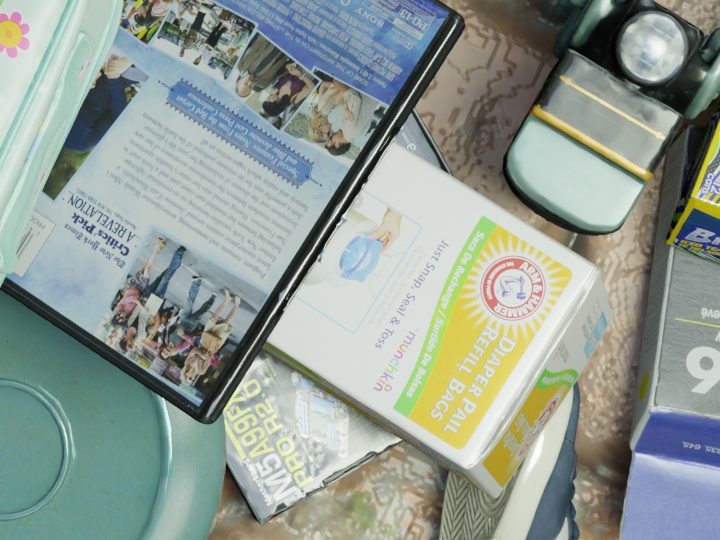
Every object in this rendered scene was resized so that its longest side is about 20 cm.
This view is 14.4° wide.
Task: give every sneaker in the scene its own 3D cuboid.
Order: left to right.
[{"bbox_3d":[0.083,0.139,1.319,0.084,0.075,0.201,9,104,-22],"label":"sneaker"}]

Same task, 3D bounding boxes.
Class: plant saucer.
[{"bbox_3d":[-0.161,0.081,1.305,0.199,0.027,0.201,0,94,7],"label":"plant saucer"}]

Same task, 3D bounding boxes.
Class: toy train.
[{"bbox_3d":[0.109,-0.073,1.273,0.085,0.200,0.114,32,92,0],"label":"toy train"}]

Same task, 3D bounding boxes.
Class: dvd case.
[{"bbox_3d":[-0.067,-0.056,1.188,0.142,0.018,0.201,33,89,13],"label":"dvd case"}]

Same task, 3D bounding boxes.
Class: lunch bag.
[{"bbox_3d":[-0.194,-0.072,1.166,0.160,0.077,0.201,25,89,6],"label":"lunch bag"}]

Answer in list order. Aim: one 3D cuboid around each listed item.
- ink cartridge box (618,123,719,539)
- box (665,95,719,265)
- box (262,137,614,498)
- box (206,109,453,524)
[{"bbox_3d":[0.230,0.045,1.329,0.197,0.047,0.201,11,68,-5],"label":"ink cartridge box"},{"bbox_3d":[0.209,-0.096,1.321,0.070,0.064,0.201,22,69,2],"label":"box"},{"bbox_3d":[0.000,0.000,1.236,0.199,0.113,0.102,32,86,14],"label":"box"},{"bbox_3d":[-0.028,-0.007,1.335,0.160,0.044,0.201,-30,89,-5],"label":"box"}]
